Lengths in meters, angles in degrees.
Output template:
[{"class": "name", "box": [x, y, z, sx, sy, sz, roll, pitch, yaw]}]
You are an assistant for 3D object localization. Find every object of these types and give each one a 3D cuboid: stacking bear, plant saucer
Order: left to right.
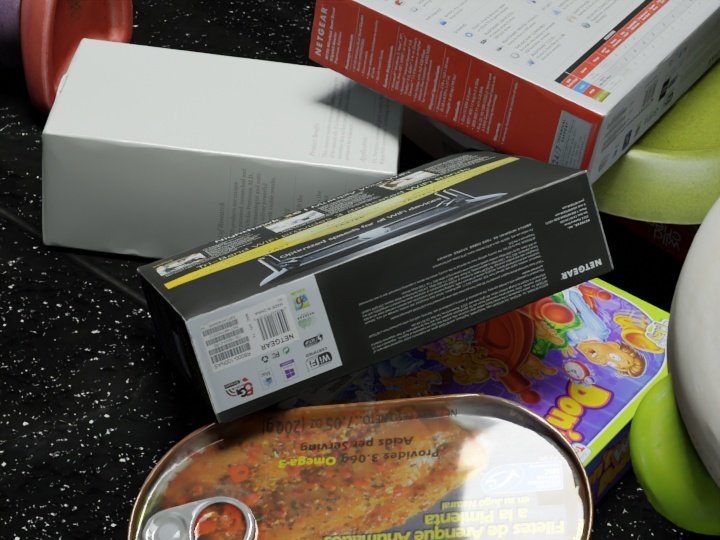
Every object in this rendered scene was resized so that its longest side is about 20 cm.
[{"class": "stacking bear", "box": [-0.263, -0.186, 1.063, 0.198, 0.115, 0.122, 13, 36, 16]}, {"class": "plant saucer", "box": [0.160, -0.101, 0.956, 0.197, 0.031, 0.201, 6, 40, -5]}]

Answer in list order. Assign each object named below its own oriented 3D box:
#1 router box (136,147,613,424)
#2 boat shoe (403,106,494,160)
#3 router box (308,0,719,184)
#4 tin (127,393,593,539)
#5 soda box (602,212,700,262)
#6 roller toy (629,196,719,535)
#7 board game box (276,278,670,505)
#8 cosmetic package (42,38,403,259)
[{"class": "router box", "box": [0.000, 0.000, 0.800, 0.198, 0.053, 0.157, -20, 13, -11]}, {"class": "boat shoe", "box": [0.068, -0.106, 1.012, 0.069, 0.072, 0.199, -46, 55, -11]}, {"class": "router box", "box": [0.099, -0.144, 0.931, 0.178, 0.049, 0.200, 28, 42, 21]}, {"class": "tin", "box": [0.000, 0.114, 0.702, 0.197, 0.042, 0.113, -5, 51, 7]}, {"class": "soda box", "box": [0.235, -0.027, 0.959, 0.070, 0.064, 0.199, -26, 47, -35]}, {"class": "roller toy", "box": [0.218, 0.029, 0.674, 0.181, 0.202, 0.140, 19, -5, 11]}, {"class": "board game box", "box": [0.069, 0.065, 0.820, 0.134, 0.045, 0.200, 27, 40, 25]}, {"class": "cosmetic package", "box": [-0.076, -0.064, 0.945, 0.197, 0.082, 0.113, 7, 35, 2]}]
